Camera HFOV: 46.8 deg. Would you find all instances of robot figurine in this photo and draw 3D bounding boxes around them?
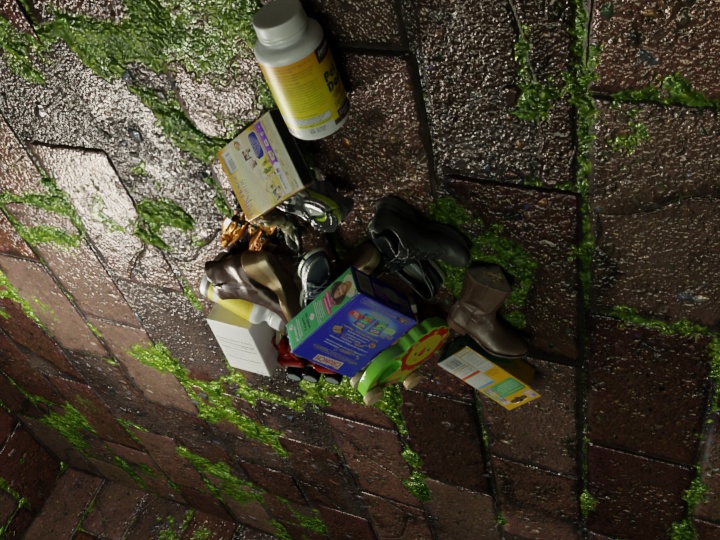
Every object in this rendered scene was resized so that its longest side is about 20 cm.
[{"bbox_3d":[-0.214,-0.092,1.695,0.144,0.059,0.200,29,147,-9],"label":"robot figurine"}]

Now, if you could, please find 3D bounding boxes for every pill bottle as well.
[{"bbox_3d":[-0.246,0.050,1.850,0.199,0.112,0.112,29,148,7],"label":"pill bottle"},{"bbox_3d":[-0.092,-0.307,1.269,0.108,0.110,0.201,7,143,27],"label":"pill bottle"}]

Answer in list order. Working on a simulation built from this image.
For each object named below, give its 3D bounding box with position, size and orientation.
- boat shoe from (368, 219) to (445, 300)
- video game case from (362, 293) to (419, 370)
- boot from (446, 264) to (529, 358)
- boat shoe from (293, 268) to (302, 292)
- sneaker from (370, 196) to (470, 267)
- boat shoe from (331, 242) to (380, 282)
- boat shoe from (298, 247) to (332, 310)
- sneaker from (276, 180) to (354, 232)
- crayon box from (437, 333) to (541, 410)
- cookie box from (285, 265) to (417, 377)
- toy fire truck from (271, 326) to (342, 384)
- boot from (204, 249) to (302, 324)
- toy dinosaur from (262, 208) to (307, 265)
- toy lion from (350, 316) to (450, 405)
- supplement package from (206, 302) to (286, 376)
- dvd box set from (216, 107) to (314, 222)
[{"bbox_3d":[0.082,-0.015,1.591,0.074,0.066,0.199,-14,130,45],"label":"boat shoe"},{"bbox_3d":[0.042,0.143,1.785,0.179,0.036,0.201,-15,139,-1],"label":"video game case"},{"bbox_3d":[0.269,0.078,1.605,0.185,0.065,0.201,22,142,3],"label":"boot"},{"bbox_3d":[-0.105,0.081,1.850,0.073,0.070,0.201,4,140,31],"label":"boat shoe"},{"bbox_3d":[0.104,-0.049,1.508,0.199,0.091,0.076,26,145,-2],"label":"sneaker"},{"bbox_3d":[0.000,0.000,1.674,0.064,0.072,0.200,30,157,-14],"label":"boat shoe"},{"bbox_3d":[-0.089,0.035,1.684,0.062,0.074,0.201,61,153,33],"label":"boat shoe"},{"bbox_3d":[-0.098,-0.140,1.537,0.199,0.081,0.074,35,132,24],"label":"sneaker"},{"bbox_3d":[0.281,0.214,1.786,0.199,0.052,0.126,34,146,-10],"label":"crayon box"},{"bbox_3d":[-0.020,0.106,1.643,0.170,0.076,0.200,28,121,-38],"label":"cookie box"},{"bbox_3d":[-0.133,0.165,1.962,0.175,0.130,0.200,1,149,33],"label":"toy fire truck"},{"bbox_3d":[-0.222,0.046,1.761,0.165,0.073,0.201,-10,121,29],"label":"boot"},{"bbox_3d":[-0.126,-0.062,1.586,0.047,0.089,0.200,-19,168,11],"label":"toy dinosaur"},{"bbox_3d":[0.095,0.177,1.727,0.069,0.199,0.192,49,131,25],"label":"toy lion"},{"bbox_3d":[-0.265,0.140,1.993,0.119,0.122,0.201,12,144,21],"label":"supplement package"},{"bbox_3d":[-0.176,-0.186,1.506,0.199,0.029,0.147,-25,91,50],"label":"dvd box set"}]
